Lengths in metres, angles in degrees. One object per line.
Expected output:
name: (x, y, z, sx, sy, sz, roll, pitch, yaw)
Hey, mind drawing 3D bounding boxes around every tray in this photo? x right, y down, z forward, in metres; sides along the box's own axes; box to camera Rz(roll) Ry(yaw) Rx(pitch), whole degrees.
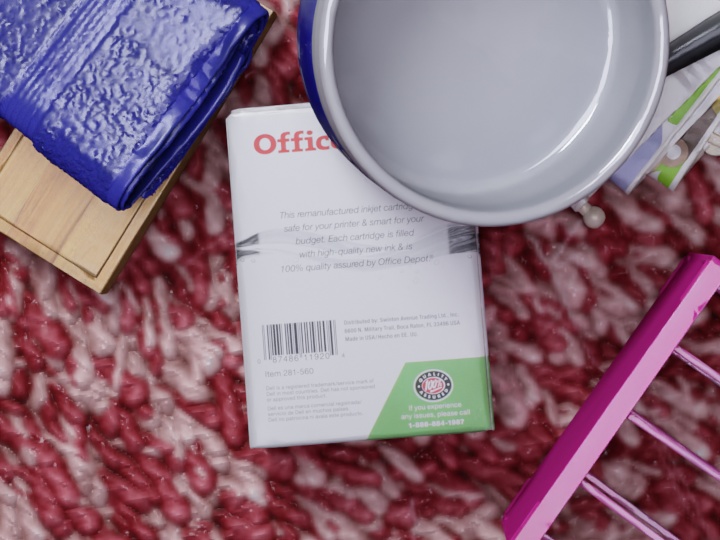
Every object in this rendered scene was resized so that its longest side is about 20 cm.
tray: (-0.145, -0.096, 1.592, 0.099, 0.037, 0.200, 32, 91, 1)

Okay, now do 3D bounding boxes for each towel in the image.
towel: (-0.167, -0.143, 1.555, 0.200, 0.050, 0.148, 37, 86, 17)

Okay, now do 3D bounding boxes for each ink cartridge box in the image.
ink cartridge box: (0.000, 0.000, 1.562, 0.146, 0.084, 0.201, -4, 90, 1)

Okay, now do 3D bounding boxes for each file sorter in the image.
file sorter: (0.190, 0.107, 1.530, 0.125, 0.139, 0.200, 35, 92, 0)

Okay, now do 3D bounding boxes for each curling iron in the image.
curling iron: (0.241, -0.147, 1.565, 0.200, 0.026, 0.050, -23, 86, 1)

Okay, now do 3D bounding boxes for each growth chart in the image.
growth chart: (0.174, -0.121, 1.588, 0.200, 0.018, 0.145, -40, 90, 2)

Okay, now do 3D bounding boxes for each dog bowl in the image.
dog bowl: (0.067, -0.129, 1.467, 0.199, 0.079, 0.201, -2, 100, -12)

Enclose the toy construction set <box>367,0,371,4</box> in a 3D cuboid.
toy construction set: (-0.058, -0.221, 1.538, 0.200, 0.131, 0.092, 29, 101, -1)
